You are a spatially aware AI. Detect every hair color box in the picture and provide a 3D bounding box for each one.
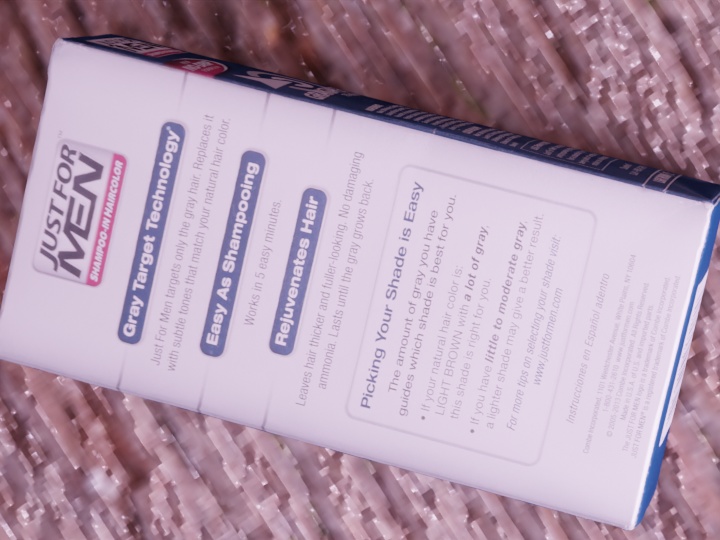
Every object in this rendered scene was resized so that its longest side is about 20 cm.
[{"bbox_3d":[0.000,0.000,0.887,0.199,0.061,0.100,15,99,9],"label":"hair color box"}]
